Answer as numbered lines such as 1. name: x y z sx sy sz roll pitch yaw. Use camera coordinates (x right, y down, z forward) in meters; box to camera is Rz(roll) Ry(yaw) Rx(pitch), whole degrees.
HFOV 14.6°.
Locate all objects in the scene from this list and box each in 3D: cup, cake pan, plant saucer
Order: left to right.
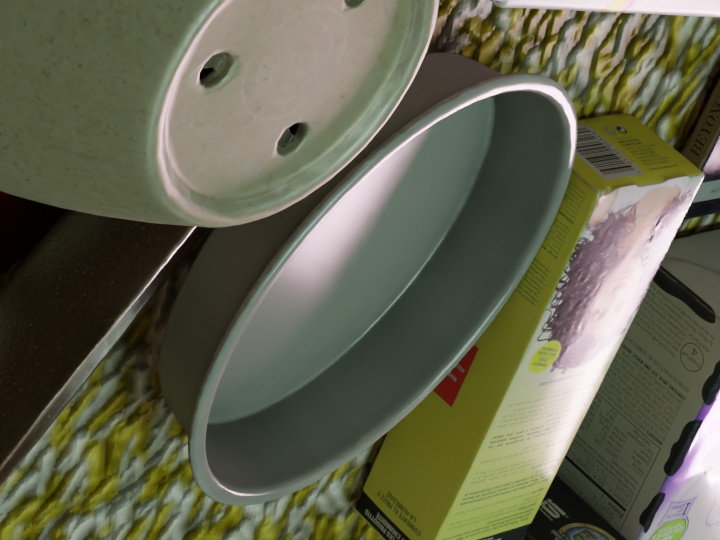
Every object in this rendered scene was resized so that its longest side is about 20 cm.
1. plant saucer: -0.097 0.018 0.902 0.200 0.037 0.200 -51 -177 3
2. cup: -0.061 -0.093 0.785 0.200 0.143 0.200 -33 147 -25
3. cake pan: 0.000 0.000 1.048 0.200 0.037 0.200 -39 155 -22

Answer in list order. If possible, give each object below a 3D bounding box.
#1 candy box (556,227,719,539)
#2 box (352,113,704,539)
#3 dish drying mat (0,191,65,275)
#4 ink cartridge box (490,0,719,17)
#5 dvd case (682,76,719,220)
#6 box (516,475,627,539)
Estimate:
1. candy box: 0.167 0.075 1.332 0.168 0.072 0.200 -13 134 -44
2. box: 0.068 0.032 1.181 0.075 0.050 0.200 -12 135 -45
3. dish drying mat: -0.160 0.022 0.899 0.200 0.018 0.077 -44 169 -9
4. ink cartridge box: 0.086 -0.154 0.974 0.200 0.067 0.117 -4 128 -52
5. dvd case: 0.216 -0.115 1.232 0.149 0.016 0.200 -12 133 -47
6. box: 0.103 0.204 1.273 0.044 0.200 0.160 -18 138 -41
